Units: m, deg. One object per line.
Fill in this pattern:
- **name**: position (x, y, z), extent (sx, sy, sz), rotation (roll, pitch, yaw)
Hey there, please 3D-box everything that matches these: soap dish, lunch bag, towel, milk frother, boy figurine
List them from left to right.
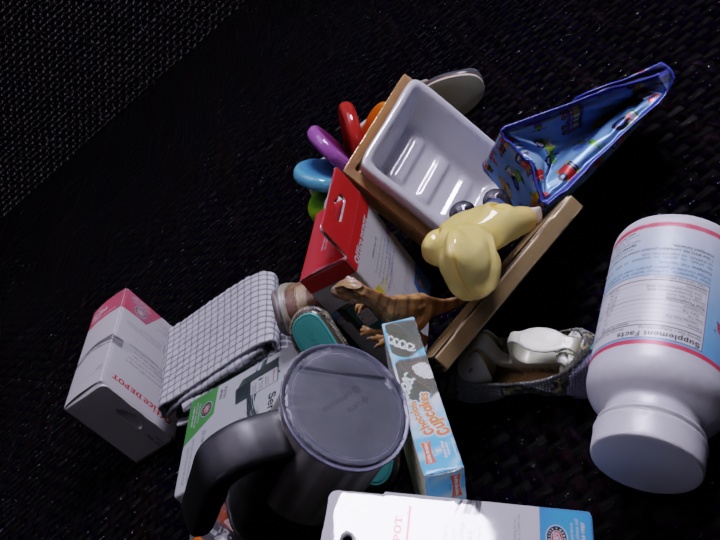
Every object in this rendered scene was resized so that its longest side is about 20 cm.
- **towel**: position (-0.175, 0.114, 1.103), extent (0.198, 0.086, 0.167), rotation (-33, 33, 15)
- **milk frother**: position (-0.037, 0.209, 0.689), extent (0.179, 0.201, 0.190), rotation (-26, -24, -40)
- **soap dish**: position (0.087, -0.109, 0.963), extent (0.159, 0.198, 0.081), rotation (-59, 11, -24)
- **boy figurine**: position (0.115, -0.031, 0.773), extent (0.122, 0.066, 0.200), rotation (-20, 12, 16)
- **lunch bag**: position (0.242, -0.143, 0.869), extent (0.197, 0.095, 0.151), rotation (-31, -6, -2)

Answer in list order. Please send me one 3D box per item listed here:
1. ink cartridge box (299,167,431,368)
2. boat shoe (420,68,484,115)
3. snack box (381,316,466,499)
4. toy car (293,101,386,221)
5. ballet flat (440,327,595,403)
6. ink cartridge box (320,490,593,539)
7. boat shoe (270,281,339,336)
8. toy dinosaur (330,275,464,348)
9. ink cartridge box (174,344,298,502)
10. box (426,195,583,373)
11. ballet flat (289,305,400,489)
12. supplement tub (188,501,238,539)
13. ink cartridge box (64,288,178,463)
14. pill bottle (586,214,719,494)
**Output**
- **ink cartridge box**: position (0.000, 0.000, 0.909), extent (0.066, 0.201, 0.118), rotation (-24, 33, 27)
- **boat shoe**: position (0.106, -0.258, 1.239), extent (0.197, 0.071, 0.063), rotation (-24, 32, 38)
- **snack box**: position (0.058, 0.150, 0.740), extent (0.036, 0.119, 0.202), rotation (-11, 34, -3)
- **toy car**: position (-0.013, -0.160, 1.175), extent (0.199, 0.150, 0.176), rotation (-39, 31, 7)
- **ballet flat**: position (0.144, 0.083, 0.769), extent (0.197, 0.072, 0.073), rotation (-10, 43, 44)
- **ink cartridge box**: position (0.067, 0.233, 0.585), extent (0.194, 0.068, 0.117), rotation (3, 45, 9)
- **boat shoe**: position (-0.033, 0.034, 0.976), extent (0.070, 0.078, 0.199), rotation (-19, 2, 22)
- **toy dinosaur**: position (0.060, 0.043, 0.832), extent (0.061, 0.196, 0.108), rotation (56, 134, 39)
- **ink cartridge box**: position (-0.106, 0.183, 0.929), extent (0.197, 0.083, 0.148), rotation (-30, 33, 20)
- **box**: position (0.134, 0.022, 0.819), extent (0.201, 0.021, 0.164), rotation (-49, -5, -7)
- **ballet flat**: position (-0.008, 0.127, 0.855), extent (0.067, 0.203, 0.075), rotation (-32, -12, 11)
- **supplement tub**: position (-0.154, 0.335, 0.778), extent (0.106, 0.107, 0.202), rotation (7, 57, 53)
- **ink cartridge box**: position (-0.331, 0.150, 1.178), extent (0.082, 0.147, 0.202), rotation (-32, 32, 19)
- **pill bottle**: position (0.238, 0.063, 0.639), extent (0.107, 0.109, 0.203), rotation (-12, 43, 41)
